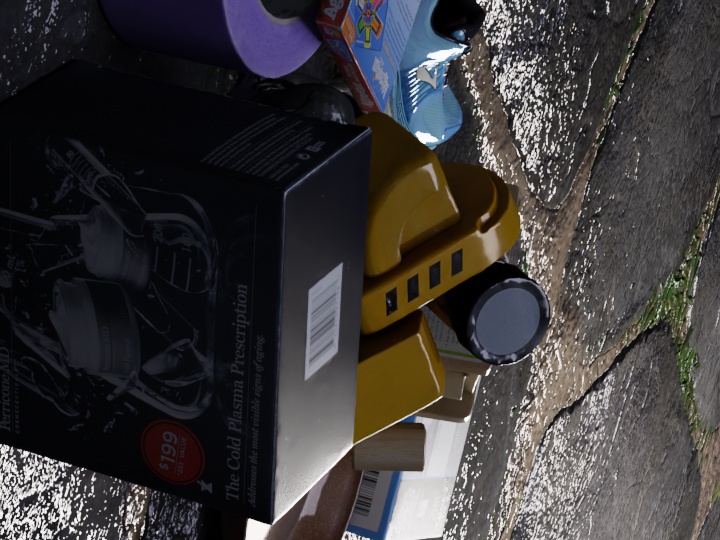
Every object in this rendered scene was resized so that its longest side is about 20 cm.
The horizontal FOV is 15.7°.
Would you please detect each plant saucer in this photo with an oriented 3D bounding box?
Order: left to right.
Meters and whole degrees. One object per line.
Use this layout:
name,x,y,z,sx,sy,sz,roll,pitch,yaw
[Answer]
plant saucer,-0.049,0.144,1.824,0.200,0.037,0.201,14,90,-70

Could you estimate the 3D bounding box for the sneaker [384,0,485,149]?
sneaker,0.046,-0.146,1.771,0.200,0.090,0.078,62,16,-61

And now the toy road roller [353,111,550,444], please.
toy road roller,0.000,0.000,1.536,0.200,0.123,0.146,-30,121,-11

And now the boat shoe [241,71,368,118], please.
boat shoe,-0.016,-0.091,1.716,0.200,0.066,0.072,39,67,-67

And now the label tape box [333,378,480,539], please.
label tape box,0.043,0.129,2.005,0.200,0.066,0.143,9,95,-67

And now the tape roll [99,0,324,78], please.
tape roll,-0.068,-0.215,1.485,0.200,0.085,0.200,-48,146,-49

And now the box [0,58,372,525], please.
box,-0.101,0.010,1.411,0.104,0.182,0.200,-40,139,-54

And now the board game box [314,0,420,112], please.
board game box,0.010,-0.168,1.582,0.200,0.019,0.103,58,48,-77

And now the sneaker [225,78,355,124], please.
sneaker,-0.055,-0.082,1.497,0.200,0.074,0.080,154,-49,-66

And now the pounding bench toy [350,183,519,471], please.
pounding bench toy,0.020,0.051,1.696,0.156,0.124,0.200,101,-1,-71
